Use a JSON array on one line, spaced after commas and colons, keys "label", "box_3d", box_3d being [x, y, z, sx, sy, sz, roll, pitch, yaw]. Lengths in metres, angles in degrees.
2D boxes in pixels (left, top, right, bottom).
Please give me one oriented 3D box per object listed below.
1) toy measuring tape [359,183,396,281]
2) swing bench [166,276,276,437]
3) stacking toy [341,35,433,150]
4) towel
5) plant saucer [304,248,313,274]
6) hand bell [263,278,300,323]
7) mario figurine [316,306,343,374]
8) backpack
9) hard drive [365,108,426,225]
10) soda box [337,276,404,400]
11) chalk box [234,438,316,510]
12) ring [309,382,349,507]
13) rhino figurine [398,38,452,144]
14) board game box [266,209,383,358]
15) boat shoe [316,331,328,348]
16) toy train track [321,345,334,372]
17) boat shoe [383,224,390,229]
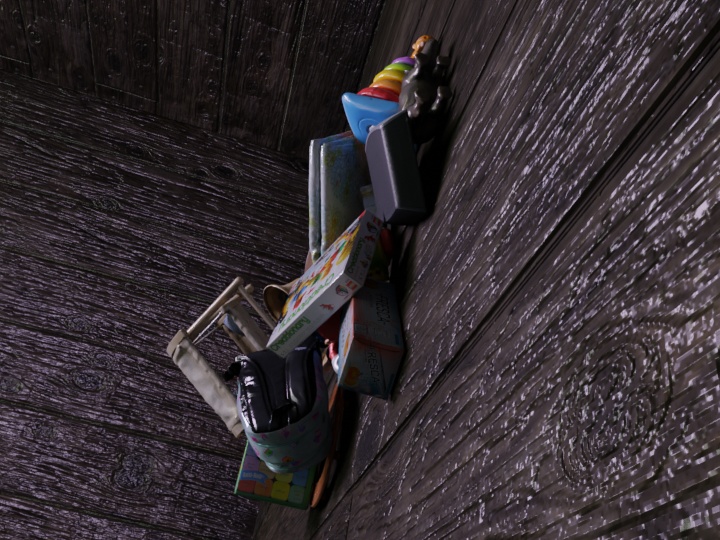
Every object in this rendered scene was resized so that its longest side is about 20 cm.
[{"label": "toy measuring tape", "box_3d": [0.012, -0.065, 1.035, 0.074, 0.072, 0.203, 113, 157, -50]}, {"label": "swing bench", "box_3d": [-0.216, 0.157, 1.255, 0.200, 0.199, 0.130, -42, -6, -5]}, {"label": "stacking toy", "box_3d": [0.066, -0.286, 1.087, 0.202, 0.114, 0.110, -62, -28, -22]}, {"label": "towel", "box_3d": [-0.032, -0.118, 1.133, 0.171, 0.047, 0.204, -31, -56, -60]}, {"label": "plant saucer", "box_3d": [-0.052, -0.006, 1.306, 0.200, 0.034, 0.204, -38, -46, -55]}, {"label": "hand bell", "box_3d": [-0.085, 0.019, 1.364, 0.200, 0.104, 0.105, -42, -16, -37]}, {"label": "mario figurine", "box_3d": [-0.010, 0.096, 1.068, 0.200, 0.104, 0.125, 92, 155, -72]}, {"label": "backpack", "box_3d": [-0.111, 0.201, 1.071, 0.201, 0.164, 0.128, -114, 0, -60]}, {"label": "hard drive", "box_3d": [0.042, -0.125, 0.920, 0.200, 0.041, 0.138, -179, 79, -85]}, {"label": "soda box", "box_3d": [0.010, 0.075, 0.870, 0.201, 0.062, 0.070, -90, 17, -69]}, {"label": "chalk box", "box_3d": [-0.137, 0.322, 1.171, 0.200, 0.122, 0.126, 118, 166, -72]}, {"label": "ring", "box_3d": [-0.049, 0.278, 1.138, 0.200, 0.019, 0.204, -164, 89, -83]}, {"label": "rhino figurine", "box_3d": [0.084, -0.249, 0.955, 0.088, 0.059, 0.202, 113, 169, -45]}, {"label": "board game box", "box_3d": [-0.049, 0.021, 0.953, 0.200, 0.034, 0.127, -44, 19, 40]}, {"label": "boat shoe", "box_3d": [-0.055, 0.084, 1.396, 0.069, 0.084, 0.201, -44, 12, 40]}, {"label": "toy train track", "box_3d": [-0.031, 0.115, 1.257, 0.115, 0.032, 0.201, -52, 10, 32]}, {"label": "boat shoe", "box_3d": [0.000, 0.000, 1.135, 0.076, 0.059, 0.202, -85, 11, -56]}]
